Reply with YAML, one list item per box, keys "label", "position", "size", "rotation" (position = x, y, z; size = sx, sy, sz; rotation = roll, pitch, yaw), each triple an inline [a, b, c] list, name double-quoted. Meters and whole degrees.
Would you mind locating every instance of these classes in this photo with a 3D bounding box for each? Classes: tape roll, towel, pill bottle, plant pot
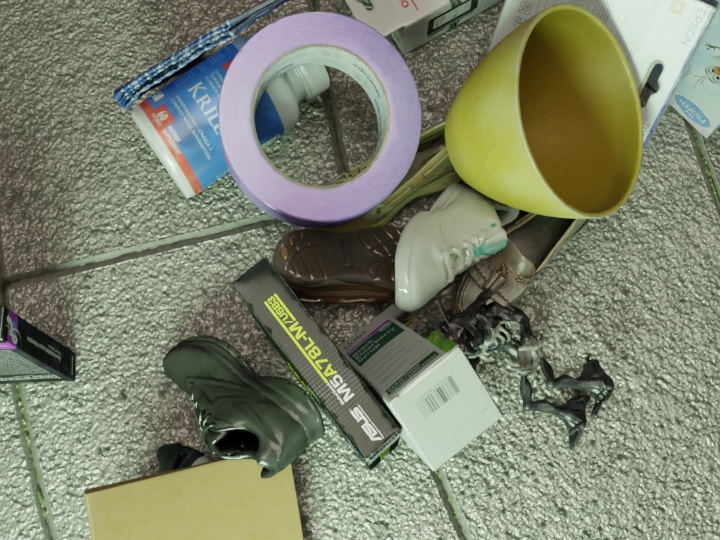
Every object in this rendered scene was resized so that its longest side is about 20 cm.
- label: "tape roll"
  position: [-0.041, -0.146, 0.888]
  size: [0.196, 0.066, 0.204]
  rotation: [0, 88, -8]
- label: "towel"
  position: [-0.156, -0.232, 0.930]
  size: [0.024, 0.198, 0.145]
  rotation: [60, 42, -16]
- label: "pill bottle"
  position: [-0.135, -0.179, 0.965]
  size: [0.199, 0.112, 0.113]
  rotation: [-36, 78, -8]
- label: "plant pot"
  position: [0.166, -0.144, 0.896]
  size: [0.198, 0.141, 0.204]
  rotation: [6, 81, -40]

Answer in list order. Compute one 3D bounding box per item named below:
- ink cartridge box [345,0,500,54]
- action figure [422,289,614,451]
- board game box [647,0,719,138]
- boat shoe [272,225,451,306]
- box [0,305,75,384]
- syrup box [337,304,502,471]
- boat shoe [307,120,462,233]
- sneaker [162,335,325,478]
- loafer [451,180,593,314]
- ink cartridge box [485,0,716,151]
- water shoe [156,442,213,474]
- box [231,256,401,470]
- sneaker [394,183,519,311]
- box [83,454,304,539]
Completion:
- label: "ink cartridge box"
  position: [0.071, -0.332, 1.023]
  size: [0.198, 0.068, 0.117]
  rotation: [-29, 77, -7]
- label: "action figure"
  position: [0.147, 0.096, 0.887]
  size: [0.198, 0.120, 0.103]
  rotation: [28, 40, -1]
- label: "board game box"
  position: [0.339, -0.261, 0.933]
  size: [0.043, 0.199, 0.200]
  rotation: [-40, 79, -15]
- label: "boat shoe"
  position: [0.000, 0.000, 0.941]
  size: [0.196, 0.072, 0.077]
  rotation: [6, 59, -17]
- label: "box"
  position: [-0.372, 0.076, 0.859]
  size: [0.140, 0.200, 0.037]
  rotation: [-2, 71, 0]
- label: "syrup box"
  position: [0.047, 0.102, 0.841]
  size: [0.078, 0.200, 0.082]
  rotation: [-36, 106, -7]
- label: "boat shoe"
  position: [0.029, -0.098, 0.956]
  size: [0.198, 0.064, 0.074]
  rotation: [-24, 54, -7]
- label: "sneaker"
  position: [-0.131, 0.130, 0.871]
  size: [0.198, 0.077, 0.091]
  rotation: [21, 50, 34]
- label: "loafer"
  position: [0.172, -0.024, 0.945]
  size: [0.200, 0.063, 0.072]
  rotation: [-44, 81, -10]
- label: "ink cartridge box"
  position: [0.235, -0.228, 0.938]
  size: [0.197, 0.202, 0.041]
  rotation: [25, 41, 7]
- label: "water shoe"
  position: [-0.210, 0.269, 0.884]
  size: [0.078, 0.072, 0.202]
  rotation: [22, 70, 27]
- label: "box"
  position: [-0.036, 0.096, 0.848]
  size: [0.047, 0.200, 0.194]
  rotation: [-40, 79, -8]
- label: "sneaker"
  position: [0.100, -0.027, 0.891]
  size: [0.087, 0.076, 0.200]
  rotation: [11, 38, 25]
- label: "box"
  position: [-0.148, 0.266, 0.846]
  size: [0.197, 0.021, 0.167]
  rotation: [-9, 87, -24]
